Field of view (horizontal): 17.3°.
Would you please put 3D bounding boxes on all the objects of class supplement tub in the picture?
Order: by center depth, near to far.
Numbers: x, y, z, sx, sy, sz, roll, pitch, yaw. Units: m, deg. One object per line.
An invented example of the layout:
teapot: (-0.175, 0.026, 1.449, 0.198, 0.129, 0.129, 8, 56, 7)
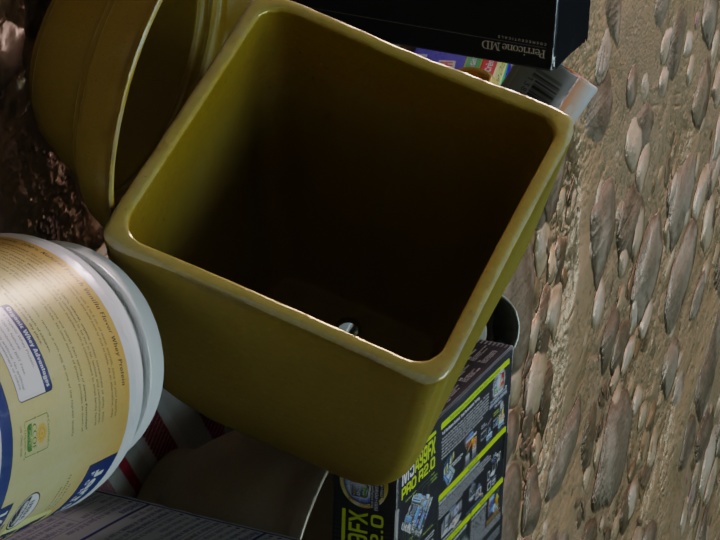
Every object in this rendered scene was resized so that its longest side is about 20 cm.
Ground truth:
supplement tub: (-0.192, 0.060, 1.137, 0.200, 0.144, 0.145, -22, 122, -65)

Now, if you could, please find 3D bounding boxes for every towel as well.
towel: (-0.126, 0.107, 1.510, 0.144, 0.023, 0.201, 69, 37, -54)

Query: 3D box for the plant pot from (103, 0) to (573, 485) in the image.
plant pot: (-0.017, 0.007, 1.321, 0.200, 0.195, 0.195, 99, 17, -54)

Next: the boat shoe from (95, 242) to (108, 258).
boat shoe: (-0.115, 0.010, 1.417, 0.200, 0.069, 0.074, -57, 151, -44)

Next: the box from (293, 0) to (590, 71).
box: (0.048, -0.220, 1.537, 0.079, 0.199, 0.142, -39, 137, -59)

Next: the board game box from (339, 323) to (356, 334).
board game box: (0.000, 0.000, 1.611, 0.135, 0.034, 0.200, -61, 177, -8)

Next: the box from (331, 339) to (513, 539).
box: (0.039, 0.148, 1.491, 0.200, 0.044, 0.161, -38, 133, -60)

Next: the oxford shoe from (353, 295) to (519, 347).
oxford shoe: (0.051, 0.051, 1.610, 0.200, 0.057, 0.076, -23, 104, -58)

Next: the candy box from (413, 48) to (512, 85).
candy box: (0.070, -0.067, 1.824, 0.169, 0.077, 0.201, -67, 158, -49)

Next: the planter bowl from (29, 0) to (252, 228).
planter bowl: (-0.124, -0.112, 1.292, 0.200, 0.083, 0.201, 20, 90, -75)

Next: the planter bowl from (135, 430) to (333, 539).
planter bowl: (-0.066, 0.182, 1.480, 0.200, 0.134, 0.202, 9, 90, -69)

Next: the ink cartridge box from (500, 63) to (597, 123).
ink cartridge box: (0.111, -0.064, 1.649, 0.163, 0.050, 0.200, -58, 162, 6)

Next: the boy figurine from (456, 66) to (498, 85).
boy figurine: (-0.004, -0.104, 1.467, 0.124, 0.199, 0.065, -52, 148, -44)

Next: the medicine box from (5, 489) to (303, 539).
medicine box: (-0.129, 0.203, 1.298, 0.182, 0.199, 0.104, -21, 121, -65)

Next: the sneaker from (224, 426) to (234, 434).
sneaker: (-0.027, 0.119, 1.580, 0.201, 0.118, 0.074, 96, 15, -45)
